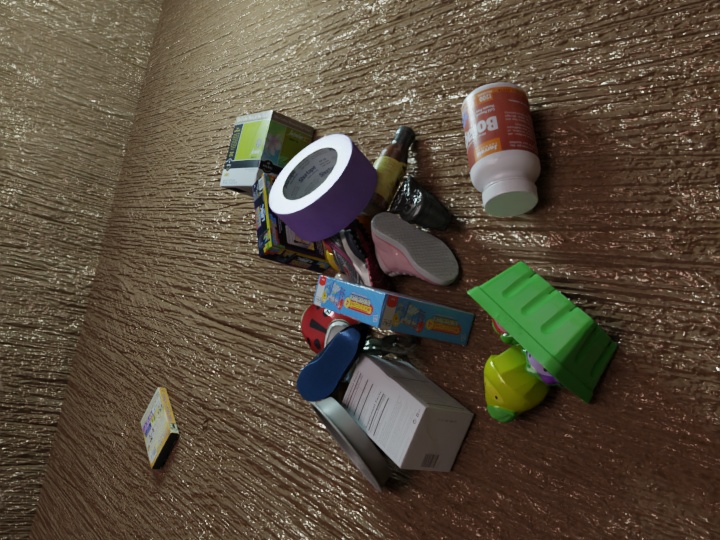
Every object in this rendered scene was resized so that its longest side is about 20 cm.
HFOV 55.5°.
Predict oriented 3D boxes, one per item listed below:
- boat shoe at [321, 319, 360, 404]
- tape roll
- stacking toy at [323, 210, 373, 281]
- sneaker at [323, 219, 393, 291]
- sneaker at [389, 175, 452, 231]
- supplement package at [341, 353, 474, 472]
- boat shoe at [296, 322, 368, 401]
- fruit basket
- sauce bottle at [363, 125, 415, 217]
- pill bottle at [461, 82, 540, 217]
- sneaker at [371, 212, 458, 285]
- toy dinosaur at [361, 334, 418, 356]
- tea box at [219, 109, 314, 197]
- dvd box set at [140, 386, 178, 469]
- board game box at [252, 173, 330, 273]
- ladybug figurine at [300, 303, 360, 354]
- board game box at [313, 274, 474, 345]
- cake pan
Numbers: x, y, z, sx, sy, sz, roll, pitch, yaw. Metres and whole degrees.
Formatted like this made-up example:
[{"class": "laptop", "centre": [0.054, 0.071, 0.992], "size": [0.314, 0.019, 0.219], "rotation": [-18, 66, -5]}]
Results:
[{"class": "boat shoe", "centre": [-0.040, 0.197, 1.317], "size": [0.075, 0.068, 0.200], "rotation": [-1, 97, 13]}, {"class": "tape roll", "centre": [-0.072, -0.158, 1.303], "size": [0.200, 0.085, 0.200], "rotation": [-26, 39, 23]}, {"class": "stacking toy", "centre": [-0.027, -0.045, 1.408], "size": [0.146, 0.146, 0.200], "rotation": [18, 108, 54]}, {"class": "sneaker", "centre": [0.000, 0.000, 1.324], "size": [0.075, 0.081, 0.200], "rotation": [-25, 87, 30]}, {"class": "sneaker", "centre": [0.113, -0.115, 1.271], "size": [0.076, 0.091, 0.200], "rotation": [-58, 16, 16]}, {"class": "supplement package", "centre": [0.074, 0.237, 1.159], "size": [0.200, 0.114, 0.110], "rotation": [33, 104, 54]}, {"class": "boat shoe", "centre": [-0.041, 0.171, 1.239], "size": [0.084, 0.069, 0.200], "rotation": [50, 126, 5]}, {"class": "fruit basket", "centre": [0.232, 0.121, 0.979], "size": [0.215, 0.155, 0.216], "rotation": [-24, 48, 29]}, {"class": "sauce bottle", "centre": [0.057, -0.199, 1.341], "size": [0.066, 0.066, 0.200], "rotation": [-8, 49, 51]}, {"class": "pill bottle", "centre": [0.229, -0.194, 1.110], "size": [0.112, 0.112, 0.200], "rotation": [-30, 55, 44]}, {"class": "sneaker", "centre": [0.099, -0.019, 1.265], "size": [0.200, 0.075, 0.105], "rotation": [38, 149, 29]}, {"class": "toy dinosaur", "centre": [0.054, 0.136, 1.242], "size": [0.200, 0.088, 0.048], "rotation": [-5, 90, 45]}, {"class": "tea box", "centre": [-0.242, -0.290, 1.752], "size": [0.200, 0.134, 0.197], "rotation": [10, 87, 54]}, {"class": "dvd box set", "centre": [-0.599, 0.467, 2.035], "size": [0.146, 0.029, 0.200], "rotation": [-60, 38, 18]}, {"class": "board game box", "centre": [-0.153, -0.106, 1.540], "size": [0.057, 0.165, 0.200], "rotation": [-37, 50, 38]}, {"class": "ladybug figurine", "centre": [-0.062, 0.120, 1.416], "size": [0.200, 0.072, 0.136], "rotation": [15, 89, 54]}, {"class": "board game box", "centre": [0.054, 0.067, 1.173], "size": [0.196, 0.200, 0.056], "rotation": [15, 91, 55]}, {"class": "cake pan", "centre": [-0.014, 0.302, 1.211], "size": [0.037, 0.200, 0.200], "rotation": [-38, 35, -14]}]
